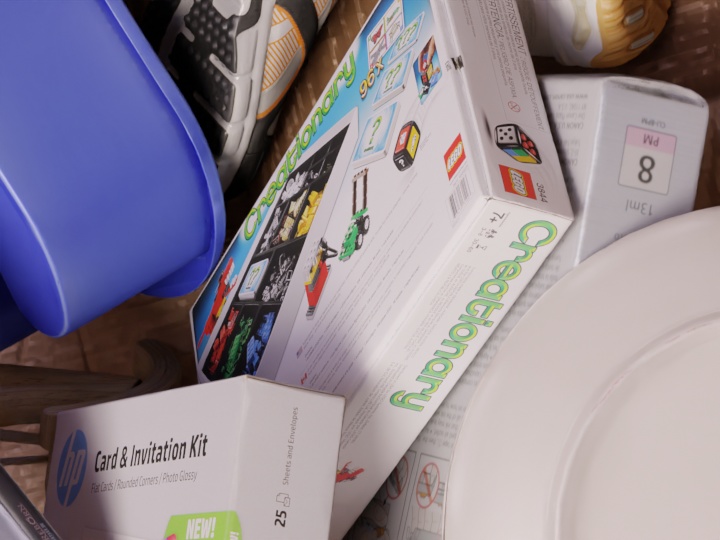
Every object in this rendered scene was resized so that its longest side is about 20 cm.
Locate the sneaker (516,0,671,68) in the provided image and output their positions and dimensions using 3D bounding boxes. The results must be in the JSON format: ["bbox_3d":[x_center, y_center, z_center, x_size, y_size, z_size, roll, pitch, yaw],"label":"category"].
[{"bbox_3d":[0.058,-0.171,0.899,0.087,0.076,0.202,7,101,28],"label":"sneaker"}]

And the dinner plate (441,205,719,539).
[{"bbox_3d":[0.122,0.078,0.778,0.199,0.024,0.202,-1,84,7],"label":"dinner plate"}]

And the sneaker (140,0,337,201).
[{"bbox_3d":[-0.028,-0.108,0.962,0.074,0.080,0.201,51,138,36],"label":"sneaker"}]

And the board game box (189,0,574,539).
[{"bbox_3d":[0.000,0.000,0.892,0.200,0.034,0.127,-56,31,39],"label":"board game box"}]

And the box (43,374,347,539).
[{"bbox_3d":[-0.067,0.141,0.850,0.156,0.041,0.201,-14,65,61],"label":"box"}]

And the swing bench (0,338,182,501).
[{"bbox_3d":[-0.164,0.134,0.995,0.199,0.130,0.200,2,102,-12],"label":"swing bench"}]

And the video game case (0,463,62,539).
[{"bbox_3d":[-0.182,0.086,0.866,0.143,0.019,0.200,-46,77,24],"label":"video game case"}]

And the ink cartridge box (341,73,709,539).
[{"bbox_3d":[0.042,0.035,0.884,0.162,0.057,0.202,7,90,65],"label":"ink cartridge box"}]

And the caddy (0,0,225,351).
[{"bbox_3d":[-0.131,-0.065,0.969,0.141,0.105,0.201,-14,111,57],"label":"caddy"}]
